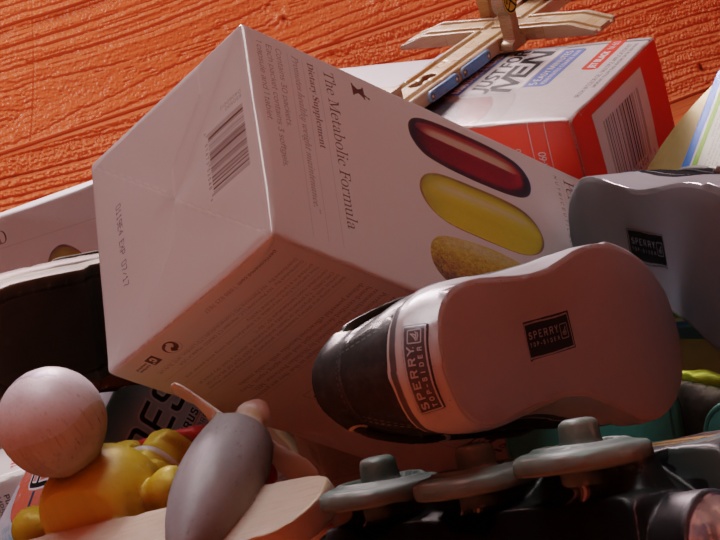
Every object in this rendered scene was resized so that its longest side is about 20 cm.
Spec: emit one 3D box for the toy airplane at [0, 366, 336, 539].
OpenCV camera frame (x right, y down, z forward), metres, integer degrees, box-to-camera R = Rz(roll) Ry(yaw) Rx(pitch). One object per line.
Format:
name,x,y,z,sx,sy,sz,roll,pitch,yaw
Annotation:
toy airplane,-0.117,0.110,0.950,0.199,0.142,0.199,-19,5,-10

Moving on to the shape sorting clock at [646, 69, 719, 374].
shape sorting clock,0.188,-0.028,1.030,0.200,0.039,0.200,-38,33,30

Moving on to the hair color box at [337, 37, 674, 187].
hair color box,0.040,-0.060,1.168,0.200,0.064,0.111,-4,23,31

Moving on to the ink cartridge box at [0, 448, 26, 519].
ink cartridge box,-0.229,0.156,1.209,0.199,0.084,0.144,-20,4,-6

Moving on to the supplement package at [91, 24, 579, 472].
supplement package,0.000,0.000,1.017,0.200,0.114,0.109,21,-45,-36

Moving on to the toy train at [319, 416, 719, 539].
toy train,0.071,0.095,0.821,0.114,0.085,0.200,-7,-5,-39

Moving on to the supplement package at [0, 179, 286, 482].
supplement package,-0.120,0.043,1.369,0.152,0.201,0.151,-15,5,38

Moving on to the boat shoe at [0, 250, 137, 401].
boat shoe,-0.108,0.019,1.063,0.200,0.072,0.068,-1,1,-42

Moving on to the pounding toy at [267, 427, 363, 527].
pounding toy,0.035,0.046,1.267,0.184,0.143,0.200,-20,21,-13

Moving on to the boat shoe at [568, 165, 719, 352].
boat shoe,0.153,-0.008,0.950,0.068,0.074,0.199,-13,8,-17

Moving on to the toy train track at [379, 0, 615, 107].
toy train track,0.049,-0.116,1.171,0.114,0.033,0.200,-1,24,34

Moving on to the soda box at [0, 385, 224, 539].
soda box,-0.102,0.071,1.134,0.064,0.068,0.200,-10,50,60

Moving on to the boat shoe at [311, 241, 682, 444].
boat shoe,0.054,0.028,0.866,0.056,0.069,0.200,-13,-7,32

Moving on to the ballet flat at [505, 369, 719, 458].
ballet flat,0.147,0.069,0.953,0.067,0.067,0.200,5,-9,-40
